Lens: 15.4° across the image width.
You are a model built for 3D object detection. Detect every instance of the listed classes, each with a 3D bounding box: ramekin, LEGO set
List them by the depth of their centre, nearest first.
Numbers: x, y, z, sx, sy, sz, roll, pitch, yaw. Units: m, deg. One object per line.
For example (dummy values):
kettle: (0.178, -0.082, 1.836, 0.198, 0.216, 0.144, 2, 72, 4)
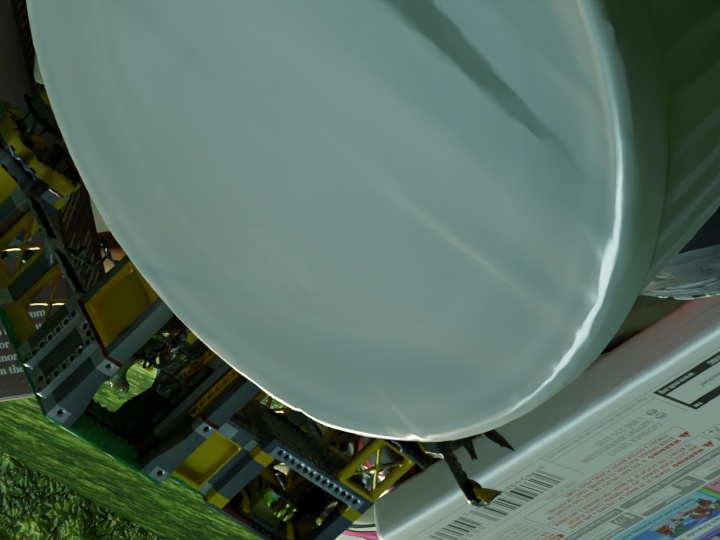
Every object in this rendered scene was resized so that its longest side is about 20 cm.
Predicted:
ramekin: (0.014, -0.066, 0.674, 0.202, 0.094, 0.204, 25, 130, 34)
LEGO set: (-0.038, 0.001, 0.898, 0.200, 0.116, 0.154, 40, -167, -36)

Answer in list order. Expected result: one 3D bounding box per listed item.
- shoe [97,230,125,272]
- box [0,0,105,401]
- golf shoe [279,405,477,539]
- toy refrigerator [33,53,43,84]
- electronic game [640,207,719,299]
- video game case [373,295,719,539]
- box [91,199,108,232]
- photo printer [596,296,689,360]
shoe: (-0.038, 0.016, 1.122, 0.198, 0.054, 0.070, 5, -172, 10)
box: (-0.159, -0.053, 0.967, 0.099, 0.201, 0.075, -7, -158, 5)
golf shoe: (0.026, 0.087, 1.101, 0.092, 0.073, 0.200, -15, 154, 29)
toy refrigerator: (-0.014, -0.074, 0.889, 0.199, 0.071, 0.076, 15, -169, 39)
electronic game: (0.106, -0.013, 0.817, 0.199, 0.042, 0.200, -14, 180, 0)
video game case: (0.136, 0.074, 0.992, 0.181, 0.022, 0.200, 22, 137, -37)
box: (-0.088, -0.012, 1.297, 0.199, 0.078, 0.095, 16, -173, 34)
photo printer: (0.150, 0.062, 1.069, 0.165, 0.070, 0.200, -19, 149, 22)
